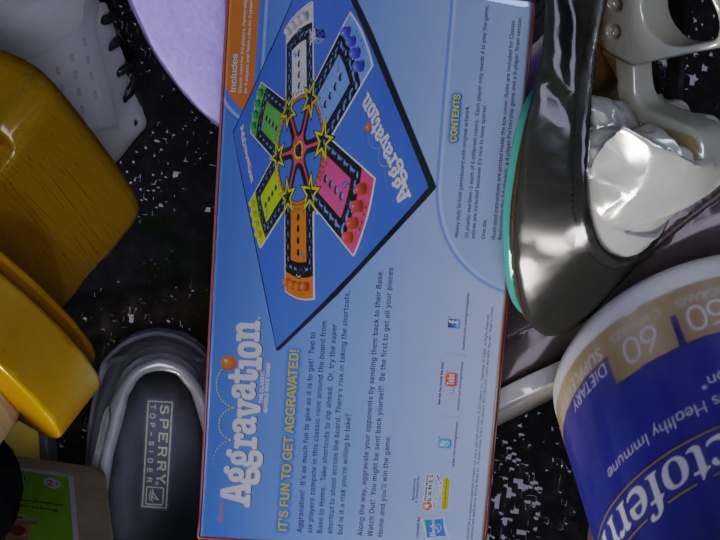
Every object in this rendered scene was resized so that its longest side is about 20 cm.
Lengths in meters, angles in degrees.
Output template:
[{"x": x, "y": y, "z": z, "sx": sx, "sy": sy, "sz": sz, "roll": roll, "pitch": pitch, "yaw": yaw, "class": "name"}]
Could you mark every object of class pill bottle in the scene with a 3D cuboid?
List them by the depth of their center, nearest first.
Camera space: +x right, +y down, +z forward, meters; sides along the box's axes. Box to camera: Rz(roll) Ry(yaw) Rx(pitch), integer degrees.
[{"x": 0.141, "y": 0.102, "z": 0.855, "sx": 0.116, "sy": 0.200, "sz": 0.116, "roll": -9, "pitch": 141, "yaw": -8, "class": "pill bottle"}]

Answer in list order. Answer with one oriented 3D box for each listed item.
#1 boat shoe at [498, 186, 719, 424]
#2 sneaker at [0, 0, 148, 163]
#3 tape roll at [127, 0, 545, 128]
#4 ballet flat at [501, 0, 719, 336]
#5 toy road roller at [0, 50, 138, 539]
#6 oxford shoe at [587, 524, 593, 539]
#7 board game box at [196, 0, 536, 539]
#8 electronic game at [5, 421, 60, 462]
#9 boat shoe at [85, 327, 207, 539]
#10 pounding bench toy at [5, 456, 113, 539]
[{"x": 0.084, "y": 0.006, "z": 0.948, "sx": 0.200, "sy": 0.072, "sz": 0.060, "roll": -28, "pitch": 86, "yaw": 9, "class": "boat shoe"}, {"x": -0.107, "y": -0.084, "z": 0.885, "sx": 0.080, "sy": 0.074, "sz": 0.200, "roll": 7, "pitch": 135, "yaw": -11, "class": "sneaker"}, {"x": 0.013, "y": -0.129, "z": 0.923, "sx": 0.200, "sy": 0.085, "sz": 0.200, "roll": 0, "pitch": 96, "yaw": -2, "class": "tape roll"}, {"x": 0.088, "y": -0.065, "z": 0.845, "sx": 0.068, "sy": 0.068, "sz": 0.200, "roll": 20, "pitch": 117, "yaw": 39, "class": "ballet flat"}, {"x": -0.164, "y": -0.009, "z": 0.837, "sx": 0.200, "sy": 0.123, "sz": 0.146, "roll": 30, "pitch": 74, "yaw": 31, "class": "toy road roller"}, {"x": 0.167, "y": 0.152, "z": 0.968, "sx": 0.200, "sy": 0.074, "sz": 0.071, "roll": 41, "pitch": 93, "yaw": -6, "class": "oxford shoe"}, {"x": 0.000, "y": 0.000, "z": 0.892, "sx": 0.103, "sy": 0.019, "sz": 0.200, "roll": 3, "pitch": 108, "yaw": -3, "class": "board game box"}, {"x": -0.211, "y": 0.069, "z": 0.959, "sx": 0.200, "sy": 0.042, "sz": 0.200, "roll": 0, "pitch": 97, "yaw": -3, "class": "electronic game"}, {"x": -0.071, "y": 0.123, "z": 0.958, "sx": 0.072, "sy": 0.066, "sz": 0.200, "roll": 4, "pitch": 96, "yaw": -3, "class": "boat shoe"}, {"x": -0.195, "y": 0.151, "z": 0.884, "sx": 0.200, "sy": 0.124, "sz": 0.156, "roll": 9, "pitch": 116, "yaw": -14, "class": "pounding bench toy"}]
